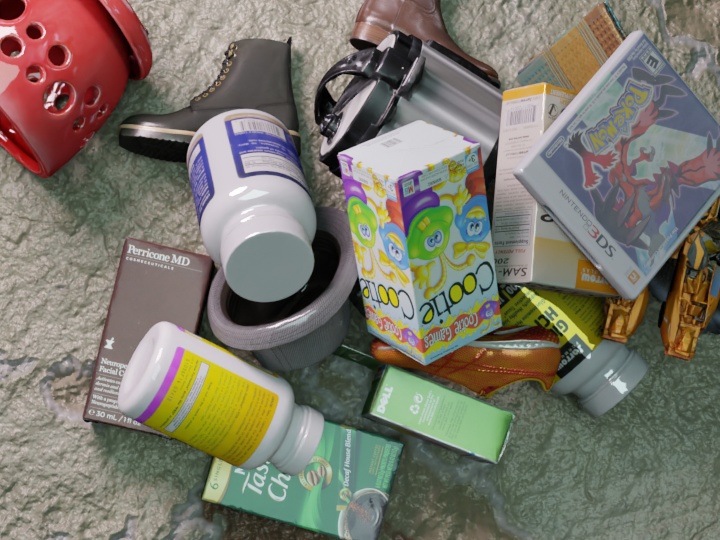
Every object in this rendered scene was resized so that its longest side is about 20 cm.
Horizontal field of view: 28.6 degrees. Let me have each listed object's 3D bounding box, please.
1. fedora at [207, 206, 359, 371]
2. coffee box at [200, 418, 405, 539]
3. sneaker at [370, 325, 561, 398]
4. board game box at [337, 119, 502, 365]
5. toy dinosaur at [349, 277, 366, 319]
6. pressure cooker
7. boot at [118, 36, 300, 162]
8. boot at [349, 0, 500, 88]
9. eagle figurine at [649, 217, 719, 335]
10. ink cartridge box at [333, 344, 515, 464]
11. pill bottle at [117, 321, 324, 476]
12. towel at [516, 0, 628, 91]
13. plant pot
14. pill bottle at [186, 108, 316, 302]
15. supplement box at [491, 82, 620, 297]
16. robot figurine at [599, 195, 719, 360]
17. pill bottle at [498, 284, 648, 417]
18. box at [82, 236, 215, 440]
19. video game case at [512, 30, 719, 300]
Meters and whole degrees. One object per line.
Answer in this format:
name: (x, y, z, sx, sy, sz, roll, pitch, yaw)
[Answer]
fedora: (-0.068, 0.032, 1.484, 0.176, 0.201, 0.091, -14, 127, 16)
coffee box: (-0.063, 0.217, 1.529, 0.199, 0.044, 0.124, 18, 83, -3)
sneaker: (0.109, 0.096, 1.460, 0.199, 0.073, 0.078, 4, 105, -1)
board game box: (0.061, -0.028, 1.389, 0.104, 0.103, 0.201, -25, 121, -27)
toy dinosaur: (0.000, 0.000, 1.557, 0.088, 0.047, 0.200, -38, 87, 9)
pressure cooker: (0.047, -0.156, 1.501, 0.199, 0.179, 0.176, 30, 112, -11)
boot: (-0.167, -0.194, 1.556, 0.199, 0.077, 0.139, 2, 79, -18)
boot: (0.100, -0.320, 1.597, 0.185, 0.064, 0.201, 21, 78, -5)
eagle figurine: (0.367, -0.033, 1.571, 0.199, 0.151, 0.152, 26, 126, -31)
ink cartridge box: (0.057, 0.146, 1.518, 0.199, 0.104, 0.060, 22, 82, -3)
pill bottle: (-0.139, 0.138, 1.443, 0.199, 0.104, 0.105, 28, 82, -19)
towel: (0.252, -0.190, 1.528, 0.022, 0.200, 0.147, -29, 87, -24)
plant pot: (-0.331, -0.226, 1.481, 0.182, 0.200, 0.201, -42, 89, -16)
pill bottle: (-0.109, -0.065, 1.445, 0.119, 0.120, 0.201, -7, 40, -9)
supplement box: (0.206, -0.079, 1.438, 0.125, 0.073, 0.201, 7, 85, -33)
robot figurine: (0.322, -0.015, 1.470, 0.144, 0.058, 0.201, 14, 86, 4)
pill bottle: (0.214, 0.060, 1.537, 0.112, 0.112, 0.200, -44, 89, -8)
box: (-0.225, 0.074, 1.516, 0.099, 0.075, 0.201, 12, 81, -4)
video game case: (0.271, -0.104, 1.401, 0.182, 0.023, 0.200, 46, 75, -16)
